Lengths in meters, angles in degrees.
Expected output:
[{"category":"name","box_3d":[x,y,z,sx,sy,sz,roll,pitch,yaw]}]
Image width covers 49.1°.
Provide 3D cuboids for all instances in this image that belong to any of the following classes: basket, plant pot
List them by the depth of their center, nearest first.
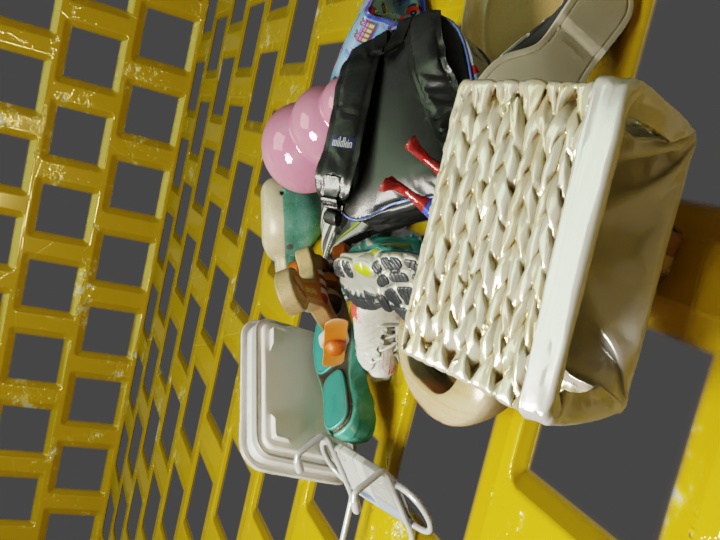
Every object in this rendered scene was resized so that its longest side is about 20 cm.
[{"category":"basket","box_3d":[0.122,-0.017,0.520,0.122,0.134,0.205,17,96,38]},{"category":"plant pot","box_3d":[0.166,-0.288,0.806,0.200,0.027,0.205,139,136,-55]}]

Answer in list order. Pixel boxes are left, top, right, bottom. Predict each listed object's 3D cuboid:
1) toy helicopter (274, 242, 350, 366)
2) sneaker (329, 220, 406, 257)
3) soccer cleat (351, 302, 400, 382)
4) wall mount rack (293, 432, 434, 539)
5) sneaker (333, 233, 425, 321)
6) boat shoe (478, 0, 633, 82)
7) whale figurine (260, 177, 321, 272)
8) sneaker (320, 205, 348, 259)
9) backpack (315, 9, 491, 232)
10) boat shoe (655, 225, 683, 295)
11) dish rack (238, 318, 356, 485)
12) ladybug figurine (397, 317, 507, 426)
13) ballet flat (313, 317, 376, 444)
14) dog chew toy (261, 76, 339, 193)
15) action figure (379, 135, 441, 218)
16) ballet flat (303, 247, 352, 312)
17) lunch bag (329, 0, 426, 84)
[{"category":"toy helicopter","box_3d":[-0.050,0.038,0.866,0.200,0.077,0.135,19,-126,-75]},{"category":"sneaker","box_3d":[0.023,-0.074,1.010,0.200,0.073,0.082,-45,31,44]},{"category":"soccer cleat","box_3d":[0.023,0.074,0.891,0.201,0.067,0.087,100,162,-72]},{"category":"wall mount rack","box_3d":[0.001,0.277,0.872,0.198,0.074,0.177,16,132,53]},{"category":"sneaker","box_3d":[0.047,-0.005,0.738,0.198,0.079,0.079,15,139,56]},{"category":"boat shoe","box_3d":[0.150,-0.163,0.667,0.200,0.073,0.063,-46,3,-8]},{"category":"whale figurine","box_3d":[-0.109,-0.063,1.289,0.202,0.101,0.162,92,173,-54]},{"category":"sneaker","box_3d":[-0.019,-0.107,1.093,0.116,0.074,0.203,-112,37,-48]},{"category":"backpack","box_3d":[0.063,-0.146,0.788,0.196,0.153,0.196,-11,78,27]},{"category":"boat shoe","box_3d":[0.187,-0.062,0.622,0.075,0.074,0.202,-57,39,30]},{"category":"dish rack","box_3d":[-0.072,0.158,0.999,0.043,0.169,0.204,-39,44,40]},{"category":"ladybug figurine","box_3d":[0.098,0.073,0.757,0.200,0.070,0.139,42,118,63]},{"category":"ballet flat","box_3d":[-0.017,0.133,0.978,0.067,0.070,0.202,-35,36,21]},{"category":"dog chew toy","box_3d":[-0.049,-0.188,1.054,0.199,0.122,0.128,-32,51,46]},{"category":"action figure","box_3d":[0.103,-0.028,0.644,0.066,0.198,0.099,-55,-6,14]},{"category":"ballet flat","box_3d":[0.000,0.000,0.989,0.197,0.072,0.074,-16,62,32]},{"category":"lunch bag","box_3d":[0.026,-0.348,1.095,0.151,0.092,0.204,127,154,-50]}]
